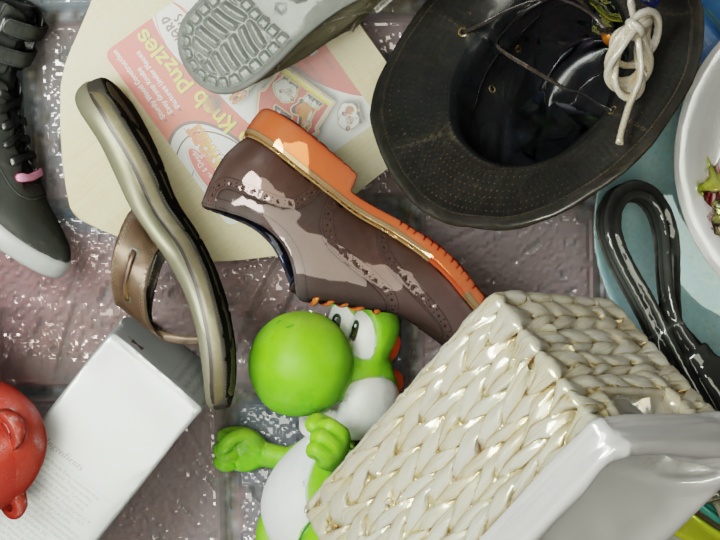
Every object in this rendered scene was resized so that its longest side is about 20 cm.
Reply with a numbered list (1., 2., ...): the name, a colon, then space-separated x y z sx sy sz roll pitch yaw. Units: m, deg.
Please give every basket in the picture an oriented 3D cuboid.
1. basket: 0.085 0.115 1.446 0.200 0.135 0.123 -49 59 26

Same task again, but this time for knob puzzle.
1. knob puzzle: -0.086 -0.094 1.552 0.219 0.030 0.220 0 97 3

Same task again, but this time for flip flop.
1. flip flop: -0.121 -0.011 1.508 0.058 0.081 0.200 -26 91 2

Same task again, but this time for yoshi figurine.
1. yoshi figurine: -0.037 0.106 1.536 0.112 0.112 0.200 13 91 11

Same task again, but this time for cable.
1. cable: 0.176 0.051 1.507 0.097 0.050 0.200 -32 87 -16

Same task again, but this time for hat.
1. hat: 0.108 -0.097 1.503 0.200 0.081 0.201 -11 60 19

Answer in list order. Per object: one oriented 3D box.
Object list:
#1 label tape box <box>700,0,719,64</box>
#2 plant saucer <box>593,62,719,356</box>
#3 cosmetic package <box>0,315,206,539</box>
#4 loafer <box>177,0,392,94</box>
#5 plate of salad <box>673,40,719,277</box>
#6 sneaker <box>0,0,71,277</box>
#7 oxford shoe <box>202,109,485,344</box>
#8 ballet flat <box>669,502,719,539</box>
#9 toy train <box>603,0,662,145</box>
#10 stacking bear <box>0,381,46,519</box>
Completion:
1. label tape box: 0.207 -0.219 1.502 0.200 0.066 0.143 -41 92 6
2. plant saucer: 0.234 -0.028 1.536 0.201 0.039 0.201 1 97 4
3. cosmetic package: -0.171 0.126 1.549 0.074 0.102 0.200 40 99 -2
4. loafer: -0.014 -0.173 1.488 0.200 0.070 0.075 -33 87 11
5. plate of salad: 0.275 -0.061 1.481 0.200 0.048 0.200 1 102 3
6. sneaker: -0.208 -0.096 1.538 0.099 0.071 0.200 -37 89 12
7. oxford shoe: 0.000 0.000 1.500 0.200 0.071 0.073 40 81 -2
8. ballet flat: 0.217 0.157 1.551 0.200 0.067 0.067 29 119 -2
9. toy train: 0.114 -0.177 1.435 0.116 0.085 0.200 16 88 22
10. stacking bear: -0.256 0.066 1.497 0.200 0.114 0.122 35 131 33
